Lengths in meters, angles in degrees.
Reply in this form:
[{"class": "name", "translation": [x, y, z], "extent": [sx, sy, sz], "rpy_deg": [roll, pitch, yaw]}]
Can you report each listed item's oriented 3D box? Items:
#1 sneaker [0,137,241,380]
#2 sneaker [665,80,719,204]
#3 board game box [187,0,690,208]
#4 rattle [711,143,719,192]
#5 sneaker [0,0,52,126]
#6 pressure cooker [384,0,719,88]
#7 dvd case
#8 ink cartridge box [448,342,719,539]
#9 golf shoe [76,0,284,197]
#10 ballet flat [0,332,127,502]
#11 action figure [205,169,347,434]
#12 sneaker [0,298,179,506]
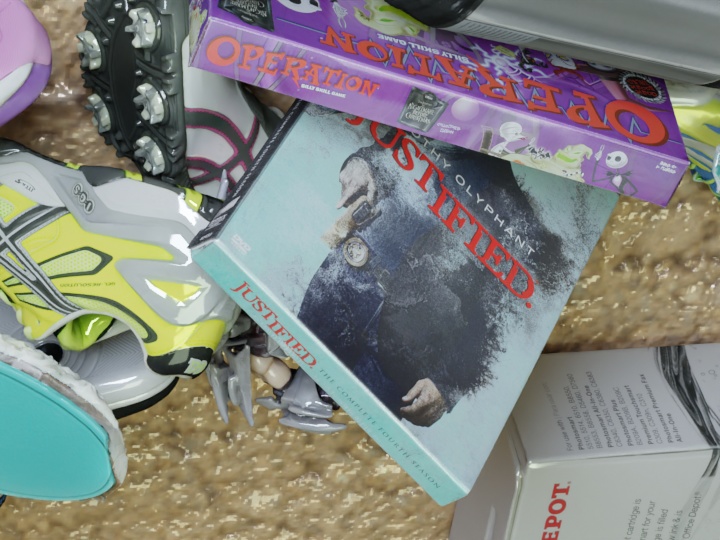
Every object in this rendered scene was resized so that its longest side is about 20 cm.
[{"class": "sneaker", "translation": [-0.134, -0.011, 0.958], "extent": [0.075, 0.199, 0.077], "rpy_deg": [18, 87, -56]}, {"class": "sneaker", "translation": [0.177, -0.051, 1.072], "extent": [0.199, 0.076, 0.105], "rpy_deg": [6, 128, -21]}, {"class": "board game box", "translation": [0.029, -0.094, 0.931], "extent": [0.199, 0.120, 0.032], "rpy_deg": [15, 129, -16]}, {"class": "rattle", "translation": [0.239, -0.106, 1.002], "extent": [0.143, 0.130, 0.201], "rpy_deg": [1, 96, -58]}, {"class": "sneaker", "translation": [-0.201, -0.050, 0.923], "extent": [0.200, 0.081, 0.088], "rpy_deg": [-23, 148, 17]}, {"class": "pressure cooker", "translation": [0.115, -0.160, 0.899], "extent": [0.199, 0.176, 0.179], "rpy_deg": [11, 129, -19]}, {"class": "dvd case", "translation": [0.027, -0.022, 0.956], "extent": [0.146, 0.200, 0.022], "rpy_deg": [46, 135, -14]}, {"class": "ink cartridge box", "translation": [0.155, 0.115, 1.198], "extent": [0.199, 0.084, 0.146], "rpy_deg": [-2, 131, -13]}, {"class": "golf shoe", "translation": [-0.067, -0.061, 1.013], "extent": [0.088, 0.077, 0.201], "rpy_deg": [-26, 135, -23]}, {"class": "ballet flat", "translation": [-0.185, 0.040, 0.965], "extent": [0.199, 0.072, 0.072], "rpy_deg": [14, 128, 4]}, {"class": "action figure", "translation": [0.000, 0.000, 1.020], "extent": [0.200, 0.069, 0.131], "rpy_deg": [-19, 134, -36]}, {"class": "sneaker", "translation": [-0.161, 0.067, 1.069], "extent": [0.199, 0.073, 0.112], "rpy_deg": [-5, 137, 17]}]
